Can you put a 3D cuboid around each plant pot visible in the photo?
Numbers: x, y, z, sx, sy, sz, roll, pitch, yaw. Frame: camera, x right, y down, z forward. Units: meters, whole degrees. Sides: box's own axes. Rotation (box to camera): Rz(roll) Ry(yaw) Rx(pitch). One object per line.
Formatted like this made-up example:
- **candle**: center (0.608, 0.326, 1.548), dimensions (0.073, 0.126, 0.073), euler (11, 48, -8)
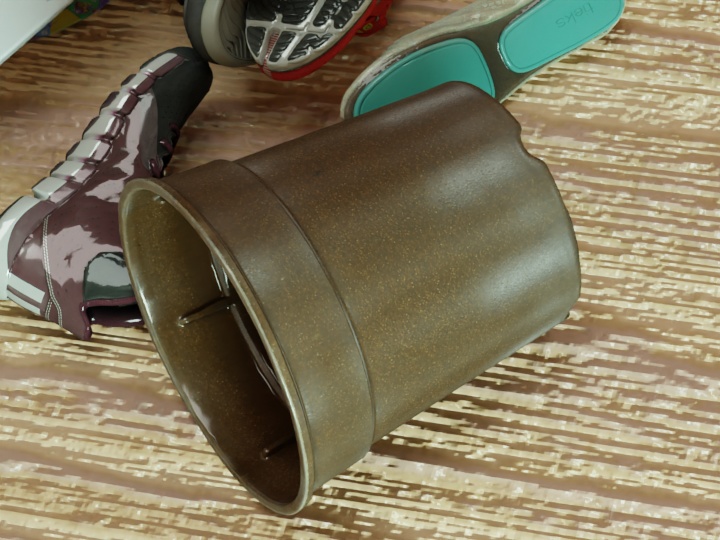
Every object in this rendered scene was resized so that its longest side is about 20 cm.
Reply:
- **plant pot**: center (0.000, 0.000, 1.586), dimensions (0.198, 0.200, 0.200), euler (-27, 54, -19)

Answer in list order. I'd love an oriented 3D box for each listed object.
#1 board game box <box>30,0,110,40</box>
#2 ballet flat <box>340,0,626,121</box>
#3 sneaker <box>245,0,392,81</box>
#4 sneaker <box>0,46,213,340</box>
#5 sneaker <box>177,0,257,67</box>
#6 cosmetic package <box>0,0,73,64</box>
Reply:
- **board game box**: center (-0.235, -0.232, 1.882), dimensions (0.200, 0.039, 0.158), euler (29, 63, 28)
- **ballet flat**: center (0.070, -0.132, 1.755), dimensions (0.200, 0.068, 0.062), euler (-26, 26, -14)
- **sneaker**: center (-0.006, -0.172, 1.768), dimensions (0.077, 0.085, 0.200), euler (10, 45, 22)
- **sneaker**: center (-0.125, -0.034, 1.710), dimensions (0.115, 0.076, 0.200), euler (34, 69, 16)
- **sneaker**: center (-0.102, -0.180, 1.791), dimensions (0.106, 0.075, 0.200), euler (-4, 29, 15)
- **cosmetic package**: center (-0.236, -0.181, 1.765), dimensions (0.200, 0.102, 0.074), euler (-39, 13, 3)
